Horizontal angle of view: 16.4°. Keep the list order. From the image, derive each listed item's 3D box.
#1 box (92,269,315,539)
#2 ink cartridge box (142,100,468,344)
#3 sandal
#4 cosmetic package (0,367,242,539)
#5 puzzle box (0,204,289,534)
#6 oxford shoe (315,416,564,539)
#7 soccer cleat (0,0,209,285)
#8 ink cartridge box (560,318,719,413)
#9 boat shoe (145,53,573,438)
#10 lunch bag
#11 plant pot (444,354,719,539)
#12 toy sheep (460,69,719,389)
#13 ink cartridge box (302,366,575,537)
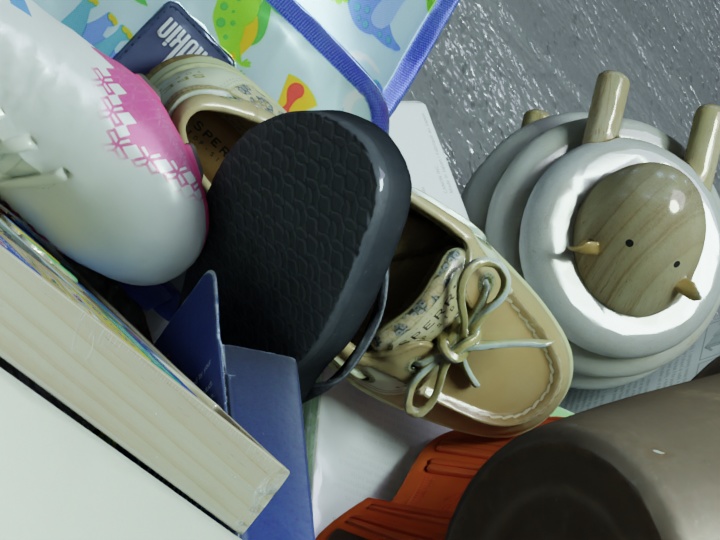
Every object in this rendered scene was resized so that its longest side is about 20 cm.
[{"bbox_3d":[-0.051,0.112,0.788,0.032,0.121,0.201,11,51,-25],"label":"box"},{"bbox_3d":[-0.027,0.009,1.035,0.199,0.050,0.162,-5,69,-43],"label":"ink cartridge box"},{"bbox_3d":[-0.029,0.018,0.840,0.043,0.201,0.076,-9,56,-33],"label":"sandal"},{"bbox_3d":[-0.135,0.067,0.684,0.200,0.103,0.073,39,51,-37],"label":"cosmetic package"},{"bbox_3d":[-0.113,-0.002,0.766,0.133,0.025,0.200,41,-2,-37],"label":"puzzle box"},{"bbox_3d":[0.047,0.106,0.920,0.200,0.071,0.073,-24,116,-50],"label":"oxford shoe"},{"bbox_3d":[-0.134,-0.067,0.812,0.200,0.070,0.086,49,33,4],"label":"soccer cleat"},{"bbox_3d":[0.140,0.086,1.092,0.044,0.173,0.200,61,25,-19],"label":"ink cartridge box"},{"bbox_3d":[0.000,0.000,0.890,0.200,0.073,0.063,34,0,-20],"label":"boat shoe"},{"bbox_3d":[-0.070,-0.100,0.945,0.170,0.127,0.200,44,57,-19],"label":"lunch bag"},{"bbox_3d":[0.122,0.113,0.826,0.174,0.200,0.201,5,60,-41],"label":"plant pot"},{"bbox_3d":[0.102,-0.011,1.136,0.138,0.137,0.200,63,-16,2],"label":"toy sheep"},{"bbox_3d":[0.021,0.130,0.950,0.145,0.048,0.201,25,58,-35],"label":"ink cartridge box"}]
